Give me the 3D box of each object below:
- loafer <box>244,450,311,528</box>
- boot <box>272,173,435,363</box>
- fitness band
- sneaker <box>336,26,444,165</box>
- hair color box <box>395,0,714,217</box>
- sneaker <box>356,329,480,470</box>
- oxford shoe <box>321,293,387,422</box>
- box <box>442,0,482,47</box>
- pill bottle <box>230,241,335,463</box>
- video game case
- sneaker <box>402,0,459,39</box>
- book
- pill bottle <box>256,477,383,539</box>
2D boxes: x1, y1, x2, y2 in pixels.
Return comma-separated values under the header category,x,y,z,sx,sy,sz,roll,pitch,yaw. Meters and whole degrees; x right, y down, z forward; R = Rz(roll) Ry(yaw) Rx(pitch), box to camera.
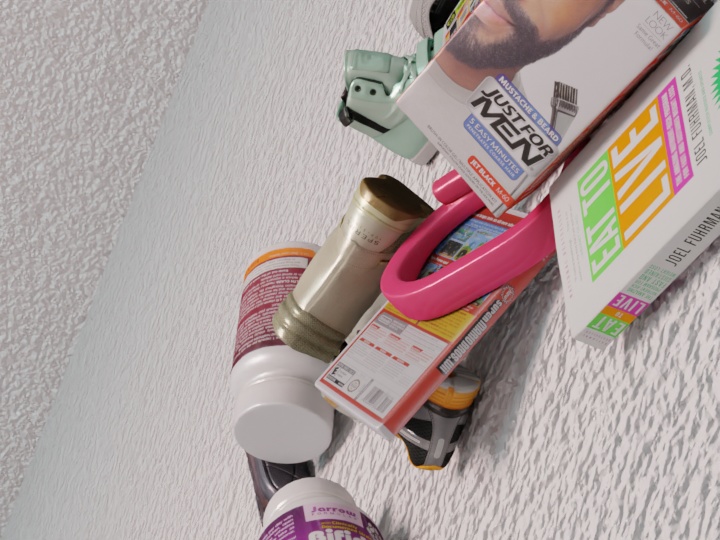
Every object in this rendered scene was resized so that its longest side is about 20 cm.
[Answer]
category,x,y,z,sx,sy,sz,roll,pitch,yaw
loafer,-0.092,0.187,1.640,0.201,0.071,0.063,-104,32,-57
boot,0.000,0.000,1.375,0.155,0.072,0.200,-56,-11,9
fitness band,0.096,-0.037,1.216,0.199,0.037,0.144,-32,28,32
sneaker,0.050,-0.190,1.493,0.074,0.117,0.201,-87,23,-48
hair color box,0.125,-0.142,1.077,0.064,0.111,0.200,-34,-10,-50
sneaker,0.035,0.099,1.304,0.200,0.077,0.078,-139,59,-74
oxford shoe,0.004,0.042,1.500,0.075,0.057,0.202,131,155,-58
box,0.120,-0.215,1.161,0.201,0.034,0.111,-56,16,36
pill bottle,-0.069,0.081,1.595,0.114,0.113,0.202,125,158,-44
video game case,0.058,0.032,1.227,0.200,0.017,0.143,-48,22,-7
sneaker,0.106,-0.294,1.540,0.201,0.074,0.083,114,151,-42
book,0.194,-0.059,1.011,0.200,0.048,0.135,-52,26,41
pill bottle,-0.028,0.249,1.276,0.200,0.111,0.113,-110,42,-65
